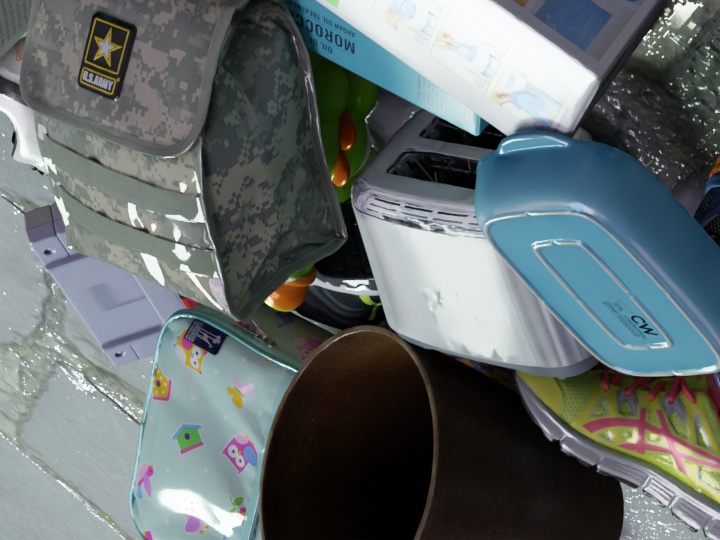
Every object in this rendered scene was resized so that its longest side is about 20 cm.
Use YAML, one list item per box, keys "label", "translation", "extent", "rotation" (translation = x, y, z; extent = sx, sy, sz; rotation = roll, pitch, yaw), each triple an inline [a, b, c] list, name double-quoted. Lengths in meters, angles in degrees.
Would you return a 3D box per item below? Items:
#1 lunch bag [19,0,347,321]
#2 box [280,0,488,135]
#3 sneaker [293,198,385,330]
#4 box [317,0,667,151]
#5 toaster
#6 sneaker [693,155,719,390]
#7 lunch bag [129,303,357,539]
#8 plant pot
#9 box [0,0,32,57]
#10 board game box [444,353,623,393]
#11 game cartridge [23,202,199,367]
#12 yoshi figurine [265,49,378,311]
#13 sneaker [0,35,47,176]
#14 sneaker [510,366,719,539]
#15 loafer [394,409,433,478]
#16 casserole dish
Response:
- label: "lunch bag"
  translation: [-0.111, -0.093, 1.651]
  extent: [0.164, 0.117, 0.201]
  rotation: [21, 135, 40]
- label: "box"
  translation: [0.007, -0.160, 1.617]
  extent: [0.199, 0.082, 0.049]
  rotation: [28, 148, 19]
- label: "sneaker"
  translation: [0.000, 0.000, 1.881]
  extent: [0.083, 0.072, 0.200]
  rotation: [40, 160, -28]
- label: "box"
  translation: [0.061, -0.171, 1.504]
  extent: [0.200, 0.113, 0.101]
  rotation: [35, 152, 5]
- label: "toaster"
  translation: [0.086, -0.020, 1.689]
  extent: [0.199, 0.114, 0.130]
  rotation: [14, 140, 41]
- label: "sneaker"
  translation: [0.214, 0.020, 1.629]
  extent: [0.075, 0.079, 0.201]
  rotation: [21, 146, 31]
- label: "lunch bag"
  translation: [-0.074, 0.122, 1.942]
  extent: [0.160, 0.077, 0.201]
  rotation: [29, 118, 31]
- label: "plant pot"
  translation: [0.067, 0.146, 1.829]
  extent: [0.199, 0.188, 0.186]
  rotation: [14, 168, -35]
- label: "box"
  translation: [-0.261, -0.218, 1.726]
  extent: [0.152, 0.200, 0.107]
  rotation: [29, 150, 21]
- label: "board game box"
  translation: [0.104, 0.063, 1.878]
  extent: [0.199, 0.030, 0.096]
  rotation: [12, 141, 45]
- label: "game cartridge"
  translation: [-0.141, -0.002, 1.948]
  extent: [0.129, 0.039, 0.200]
  rotation: [-14, 151, 7]
- label: "yoshi figurine"
  translation: [-0.045, -0.074, 1.772]
  extent: [0.112, 0.112, 0.200]
  rotation: [39, 133, 10]
- label: "sneaker"
  translation: [-0.192, -0.086, 1.930]
  extent: [0.200, 0.080, 0.074]
  rotation: [58, -171, -33]
- label: "sneaker"
  translation: [0.188, 0.091, 1.767]
  extent: [0.199, 0.078, 0.091]
  rotation: [30, 106, -1]
- label: "loafer"
  translation: [0.090, 0.142, 1.957]
  extent: [0.200, 0.072, 0.063]
  rotation: [42, 175, -28]
- label: "casserole dish"
  translation: [0.138, 0.000, 1.536]
  extent: [0.121, 0.039, 0.200]
  rotation: [-4, 141, 45]
